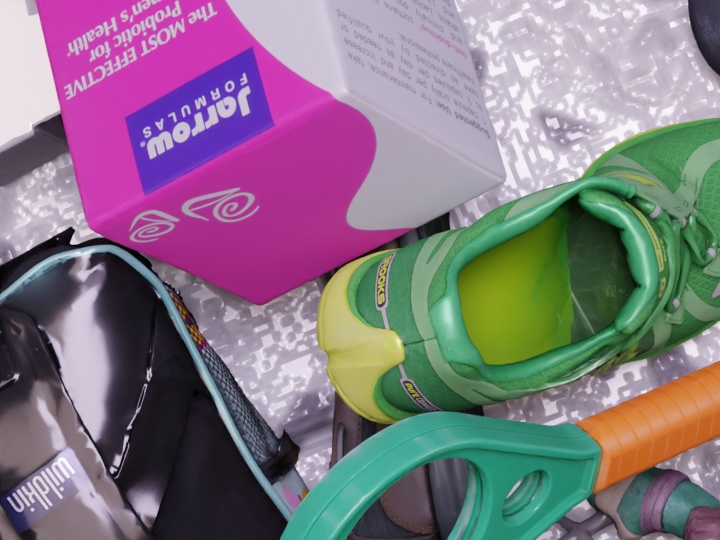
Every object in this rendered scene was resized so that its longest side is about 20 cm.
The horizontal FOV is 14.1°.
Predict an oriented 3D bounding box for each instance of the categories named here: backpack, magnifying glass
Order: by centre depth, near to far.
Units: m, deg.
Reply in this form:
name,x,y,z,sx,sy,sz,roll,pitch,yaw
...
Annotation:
name,x,y,z,sx,sy,sz,roll,pitch,yaw
magnifying glass,0.053,0.065,0.909,0.022,0.200,0.080,39,134,37
backpack,-0.090,0.109,0.945,0.176,0.153,0.200,-35,86,-3

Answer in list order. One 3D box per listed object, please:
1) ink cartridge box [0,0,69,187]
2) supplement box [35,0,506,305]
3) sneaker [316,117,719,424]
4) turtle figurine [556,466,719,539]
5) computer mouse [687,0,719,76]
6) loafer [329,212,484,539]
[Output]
name,x,y,z,sx,sy,sz,roll,pitch,yaw
ink cartridge box,-0.179,-0.068,1.006,0.200,0.068,0.116,-27,84,4
supplement box,-0.041,-0.105,0.937,0.101,0.103,0.200,-27,64,23
sneaker,0.081,0.002,0.942,0.200,0.083,0.074,-24,98,-34
turtle figurine,0.139,0.126,0.957,0.199,0.101,0.150,-18,88,-3
computer mouse,0.155,-0.136,0.941,0.034,0.200,0.059,-9,49,-34
loafer,0.000,0.000,0.988,0.063,0.072,0.201,-10,88,10
